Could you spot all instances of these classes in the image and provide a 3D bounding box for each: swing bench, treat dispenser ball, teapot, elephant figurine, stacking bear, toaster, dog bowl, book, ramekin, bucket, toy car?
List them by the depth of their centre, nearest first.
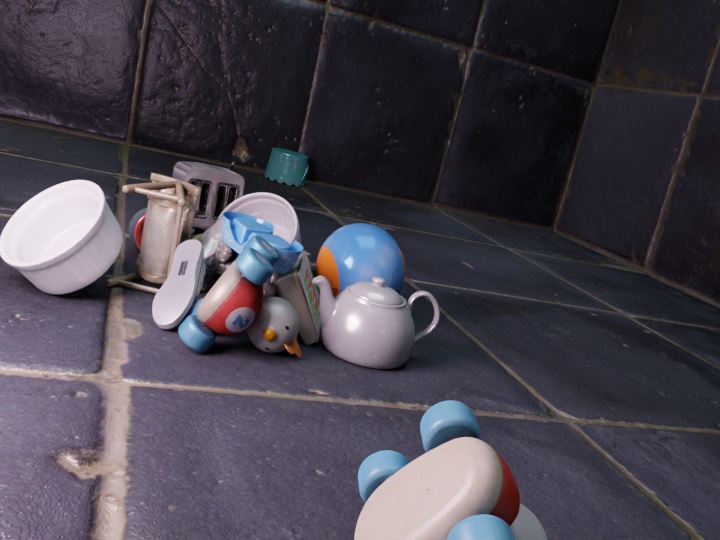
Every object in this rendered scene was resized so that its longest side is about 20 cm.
[{"bbox_3d":[0.112,0.279,0.705,0.200,0.176,0.185,43,17,-24],"label":"toy car"},{"bbox_3d":[-0.170,0.082,1.194,0.199,0.185,0.177,41,10,-10],"label":"toy car"},{"bbox_3d":[-0.522,-0.055,1.241,0.196,0.099,0.204,-10,48,11],"label":"ramekin"},{"bbox_3d":[0.026,0.086,1.327,0.194,0.149,0.199,21,14,27],"label":"teapot"},{"bbox_3d":[-0.192,-0.053,1.330,0.110,0.051,0.199,5,20,-45],"label":"dog bowl"},{"bbox_3d":[-0.208,0.036,1.379,0.198,0.157,0.142,31,-14,22],"label":"elephant figurine"},{"bbox_3d":[-0.111,0.051,1.379,0.047,0.136,0.200,-18,14,5],"label":"book"},{"bbox_3d":[-0.402,-0.073,1.407,0.127,0.204,0.200,13,14,-2],"label":"swing bench"},{"bbox_3d":[0.000,0.000,1.520,0.196,0.206,0.201,13,13,-3],"label":"treat dispenser ball"},{"bbox_3d":[-0.224,-0.063,1.574,0.196,0.203,0.106,18,-25,19],"label":"ramekin"},{"bbox_3d":[-0.482,-0.093,1.623,0.112,0.124,0.199,15,2,-26],"label":"stacking bear"},{"bbox_3d":[-0.421,-0.203,1.914,0.178,0.205,0.118,5,11,-36],"label":"toaster"},{"bbox_3d":[-0.337,-0.479,3.239,0.202,0.138,0.208,15,14,-4],"label":"bucket"}]

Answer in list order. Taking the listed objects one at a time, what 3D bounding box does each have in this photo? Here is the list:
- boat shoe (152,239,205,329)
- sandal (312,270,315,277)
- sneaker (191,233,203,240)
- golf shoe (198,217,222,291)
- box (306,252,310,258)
[{"bbox_3d":[-0.323,0.035,1.273,0.070,0.067,0.203,-6,45,6],"label":"boat shoe"},{"bbox_3d":[-0.040,0.029,1.705,0.196,0.044,0.076,18,14,13],"label":"sandal"},{"bbox_3d":[-0.363,-0.045,1.632,0.088,0.080,0.200,5,8,-2],"label":"sneaker"},{"bbox_3d":[-0.313,-0.037,1.476,0.090,0.076,0.201,19,55,30],"label":"golf shoe"},{"bbox_3d":[-0.222,-0.055,1.865,0.197,0.040,0.041,21,14,26],"label":"box"}]
